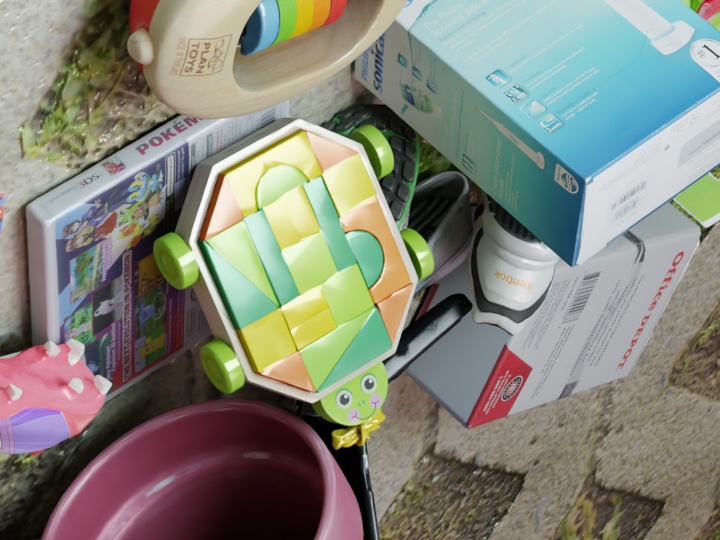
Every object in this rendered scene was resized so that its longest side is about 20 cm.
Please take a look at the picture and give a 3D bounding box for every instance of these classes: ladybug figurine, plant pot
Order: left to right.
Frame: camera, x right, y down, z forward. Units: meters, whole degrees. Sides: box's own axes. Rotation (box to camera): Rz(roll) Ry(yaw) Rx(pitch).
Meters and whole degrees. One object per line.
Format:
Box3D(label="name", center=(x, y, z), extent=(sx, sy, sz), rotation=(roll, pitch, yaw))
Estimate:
Box3D(label="plant pot", center=(-0.076, 0.211, 1.616), extent=(0.200, 0.200, 0.179), rotation=(-41, 134, -13))
Box3D(label="ladybug figurine", center=(-0.052, -0.153, 1.411), extent=(0.200, 0.072, 0.136), rotation=(-22, 144, -42))

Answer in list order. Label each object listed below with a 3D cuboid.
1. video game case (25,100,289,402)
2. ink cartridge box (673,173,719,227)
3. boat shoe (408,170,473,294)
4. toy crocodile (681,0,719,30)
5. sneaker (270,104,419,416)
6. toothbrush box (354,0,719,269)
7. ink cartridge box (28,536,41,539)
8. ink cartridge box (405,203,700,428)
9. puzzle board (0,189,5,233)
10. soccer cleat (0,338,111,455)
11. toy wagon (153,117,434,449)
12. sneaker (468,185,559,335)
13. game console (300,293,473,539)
Box3D(label="video game case", center=(-0.120, -0.011, 1.556), extent=(0.182, 0.023, 0.200), rotation=(-33, 150, -28))
Box3D(label="ink cartridge box", center=(0.192, -0.090, 1.712), extent=(0.147, 0.200, 0.076), rotation=(-27, 147, -34))
Box3D(label="boat shoe", center=(0.000, 0.000, 1.705), extent=(0.200, 0.073, 0.067), rotation=(-45, 152, -35))
Box3D(label="toy crocodile", center=(0.235, -0.219, 1.758), extent=(0.067, 0.062, 0.200), rotation=(-34, 150, -25))
Box3D(label="sneaker", center=(-0.011, -0.007, 1.626), extent=(0.085, 0.078, 0.201), rotation=(32, 74, -75))
Box3D(label="toothbrush box", center=(0.113, -0.120, 1.558), extent=(0.146, 0.200, 0.085), rotation=(-35, 152, -26))
Box3D(label="ink cartridge box", center=(-0.209, 0.252, 1.704), extent=(0.200, 0.083, 0.146), rotation=(-11, 136, -50))
Box3D(label="ink cartridge box", center=(0.140, 0.019, 1.908), extent=(0.199, 0.084, 0.145), rotation=(-13, 136, -48))
Box3D(label="puzzle board", center=(-0.277, 0.047, 1.407), extent=(0.200, 0.017, 0.151), rotation=(-27, 146, -34))
Box3D(label="soccer cleat", center=(-0.218, 0.076, 1.451), extent=(0.077, 0.067, 0.200), rotation=(-48, 157, 20))
Box3D(label="toy wagon", center=(-0.027, 0.013, 1.533), extent=(0.155, 0.040, 0.201), rotation=(-30, 107, -24))
Box3D(label="sneaker", center=(0.100, -0.020, 1.733), extent=(0.200, 0.073, 0.080), rotation=(-63, 172, -71))
Box3D(label="game console", center=(0.018, 0.125, 1.754), extent=(0.176, 0.117, 0.200), rotation=(-40, 180, -18))
